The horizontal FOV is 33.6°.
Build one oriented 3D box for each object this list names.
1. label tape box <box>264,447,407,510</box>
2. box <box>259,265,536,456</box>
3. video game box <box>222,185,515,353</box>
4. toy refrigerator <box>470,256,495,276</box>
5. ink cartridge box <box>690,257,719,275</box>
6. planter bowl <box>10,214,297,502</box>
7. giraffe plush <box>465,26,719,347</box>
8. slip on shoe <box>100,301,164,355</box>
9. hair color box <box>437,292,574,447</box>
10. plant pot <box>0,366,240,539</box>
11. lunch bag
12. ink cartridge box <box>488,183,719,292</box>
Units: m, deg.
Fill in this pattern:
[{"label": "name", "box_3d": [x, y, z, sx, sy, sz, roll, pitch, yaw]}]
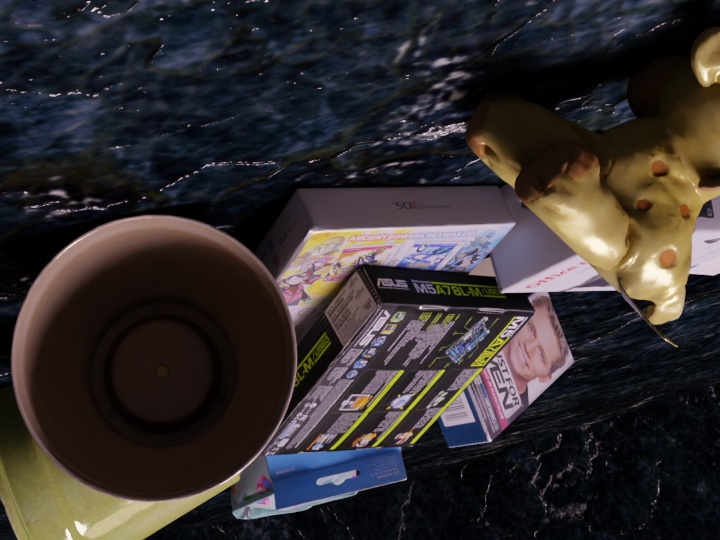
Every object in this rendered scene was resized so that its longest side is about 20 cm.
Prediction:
[{"label": "label tape box", "box_3d": [-0.037, 0.148, 1.273, 0.143, 0.201, 0.064, -14, 124, 0]}, {"label": "box", "box_3d": [0.025, 0.082, 1.026, 0.192, 0.048, 0.200, 1, 137, -44]}, {"label": "video game box", "box_3d": [0.000, 0.000, 0.980, 0.198, 0.047, 0.182, -3, 151, -34]}, {"label": "toy refrigerator", "box_3d": [0.061, 0.042, 1.214, 0.198, 0.071, 0.076, -17, 171, 16]}, {"label": "ink cartridge box", "box_3d": [0.364, -0.044, 1.218, 0.198, 0.051, 0.160, 5, 157, -39]}, {"label": "planter bowl", "box_3d": [-0.150, 0.071, 0.895, 0.198, 0.203, 0.135, -11, 171, -8]}, {"label": "giraffe plush", "box_3d": [0.193, -0.076, 0.777, 0.162, 0.200, 0.172, -46, 154, 9]}, {"label": "slip on shoe", "box_3d": [-0.139, 0.036, 1.024, 0.198, 0.061, 0.076, -2, 162, -36]}, {"label": "hair color box", "box_3d": [0.149, 0.099, 1.286, 0.060, 0.101, 0.200, -15, -168, 40]}, {"label": "plant pot", "box_3d": [-0.211, 0.158, 1.042, 0.183, 0.202, 0.201, -23, 167, -9]}, {"label": "lunch bag", "box_3d": [-0.100, 0.213, 1.487, 0.121, 0.172, 0.199, 7, 156, -34]}, {"label": "ink cartridge box", "box_3d": [0.222, -0.043, 1.011, 0.198, 0.085, 0.145, -1, 161, -40]}]
